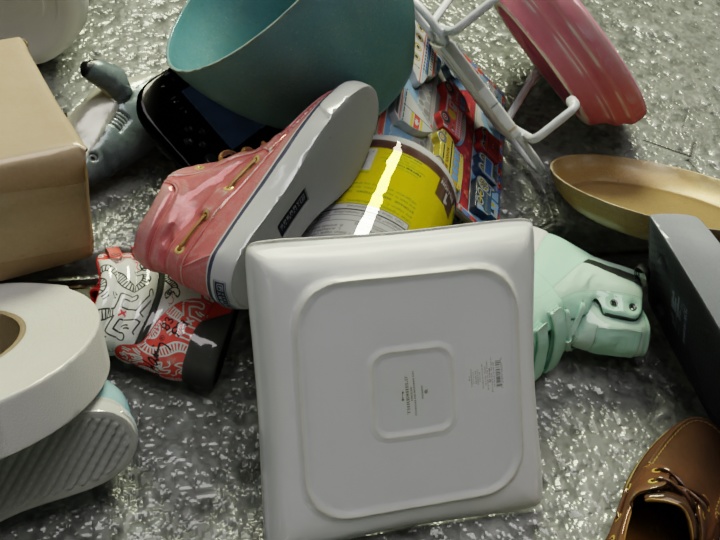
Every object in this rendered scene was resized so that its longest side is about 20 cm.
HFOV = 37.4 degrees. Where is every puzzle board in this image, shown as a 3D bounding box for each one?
[{"bbox_3d":[0.076,-0.136,0.918,0.151,0.017,0.201,40,39,-29],"label":"puzzle board"}]

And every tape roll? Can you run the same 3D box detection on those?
[{"bbox_3d":[-0.255,0.063,0.655,0.201,0.037,0.203,-6,23,3],"label":"tape roll"}]

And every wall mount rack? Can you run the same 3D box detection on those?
[{"bbox_3d":[0.117,-0.186,0.935,0.200,0.074,0.174,50,6,-17],"label":"wall mount rack"}]

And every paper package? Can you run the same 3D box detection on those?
[{"bbox_3d":[-0.309,-0.072,0.756,0.199,0.104,0.191,-15,41,-24],"label":"paper package"}]

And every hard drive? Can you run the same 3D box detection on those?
[{"bbox_3d":[0.264,0.063,0.762,0.042,0.135,0.201,-20,54,1],"label":"hard drive"}]

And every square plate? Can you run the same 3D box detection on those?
[{"bbox_3d":[0.030,0.074,0.685,0.197,0.202,0.028,-6,8,-16],"label":"square plate"}]

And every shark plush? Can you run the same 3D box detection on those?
[{"bbox_3d":[-0.168,-0.117,0.902,0.199,0.091,0.084,-9,69,-45],"label":"shark plush"}]

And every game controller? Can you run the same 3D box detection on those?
[{"bbox_3d":[-0.100,-0.144,0.890,0.105,0.042,0.200,55,45,-11],"label":"game controller"}]

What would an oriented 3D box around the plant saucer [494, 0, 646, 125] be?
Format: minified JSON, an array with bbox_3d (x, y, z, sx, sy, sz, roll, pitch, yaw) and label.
[{"bbox_3d":[0.183,-0.207,0.975,0.051,0.200,0.201,-38,57,10],"label":"plant saucer"}]

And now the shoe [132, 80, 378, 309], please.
[{"bbox_3d":[-0.070,-0.066,0.737,0.091,0.072,0.201,19,59,26],"label":"shoe"}]

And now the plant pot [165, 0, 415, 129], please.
[{"bbox_3d":[-0.034,-0.185,0.830,0.135,0.199,0.201,44,38,-32],"label":"plant pot"}]

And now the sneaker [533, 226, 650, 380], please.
[{"bbox_3d":[0.153,0.049,0.789,0.117,0.074,0.201,19,46,13],"label":"sneaker"}]

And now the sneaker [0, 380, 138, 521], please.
[{"bbox_3d":[-0.241,0.115,0.668,0.198,0.074,0.082,-10,22,-14],"label":"sneaker"}]

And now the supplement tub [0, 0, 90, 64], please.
[{"bbox_3d":[-0.305,-0.297,0.949,0.144,0.146,0.201,4,49,-9],"label":"supplement tub"}]

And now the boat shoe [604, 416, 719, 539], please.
[{"bbox_3d":[0.205,0.167,0.704,0.072,0.068,0.200,31,50,15],"label":"boat shoe"}]

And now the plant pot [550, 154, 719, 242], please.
[{"bbox_3d":[0.254,-0.056,0.891,0.198,0.028,0.200,10,21,-4],"label":"plant pot"}]

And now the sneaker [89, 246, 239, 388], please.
[{"bbox_3d":[-0.133,-0.012,0.789,0.107,0.067,0.202,16,50,-2],"label":"sneaker"}]

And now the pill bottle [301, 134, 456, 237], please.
[{"bbox_3d":[0.000,0.000,0.779,0.108,0.110,0.201,18,48,4],"label":"pill bottle"}]
